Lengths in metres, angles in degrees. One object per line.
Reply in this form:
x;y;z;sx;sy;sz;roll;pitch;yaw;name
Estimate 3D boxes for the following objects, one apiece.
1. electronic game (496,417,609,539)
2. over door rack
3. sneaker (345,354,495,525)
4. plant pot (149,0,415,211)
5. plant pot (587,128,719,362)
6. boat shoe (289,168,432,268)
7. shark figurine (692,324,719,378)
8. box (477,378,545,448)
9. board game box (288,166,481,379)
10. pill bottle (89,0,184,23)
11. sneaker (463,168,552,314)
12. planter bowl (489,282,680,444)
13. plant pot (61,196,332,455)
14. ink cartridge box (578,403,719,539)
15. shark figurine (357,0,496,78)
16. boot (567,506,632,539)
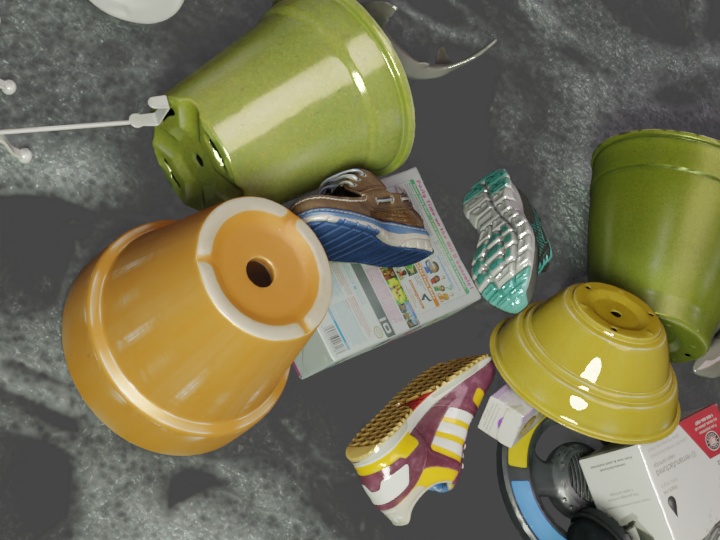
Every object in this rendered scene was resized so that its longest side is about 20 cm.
0.217;0.208;1.546;0.199;0.042;0.201;16;59;-28;electronic game
-0.279;-0.176;1.364;0.199;0.067;0.149;-12;73;-17;over door rack
0.069;0.154;1.459;0.200;0.075;0.090;-37;104;-39;sneaker
-0.084;-0.138;1.429;0.184;0.200;0.201;-32;87;-29;plant pot
0.320;-0.014;1.650;0.200;0.200;0.194;26;67;-22;plant pot
-0.008;-0.049;1.393;0.200;0.072;0.073;15;56;-61;boat shoe
0.433;0.029;1.760;0.128;0.089;0.216;20;59;-27;shark figurine
0.178;0.111;1.522;0.039;0.042;0.200;31;30;19;box
0.000;0.000;1.485;0.199;0.064;0.148;-20;81;-38;board game box
-0.191;-0.342;1.490;0.114;0.114;0.201;32;53;-18;pill bottle
0.162;-0.020;1.577;0.091;0.077;0.201;40;29;-27;sneaker
0.231;0.070;1.499;0.199;0.084;0.201;17;30;-10;planter bowl
-0.122;0.031;1.304;0.199;0.183;0.201;16;59;-28;plant pot
0.317;0.250;1.529;0.146;0.083;0.201;-18;85;-44;ink cartridge box
0.030;-0.244;1.605;0.214;0.089;0.129;30;54;-17;shark figurine
0.205;0.339;1.429;0.168;0.076;0.201;-28;83;-26;boot
